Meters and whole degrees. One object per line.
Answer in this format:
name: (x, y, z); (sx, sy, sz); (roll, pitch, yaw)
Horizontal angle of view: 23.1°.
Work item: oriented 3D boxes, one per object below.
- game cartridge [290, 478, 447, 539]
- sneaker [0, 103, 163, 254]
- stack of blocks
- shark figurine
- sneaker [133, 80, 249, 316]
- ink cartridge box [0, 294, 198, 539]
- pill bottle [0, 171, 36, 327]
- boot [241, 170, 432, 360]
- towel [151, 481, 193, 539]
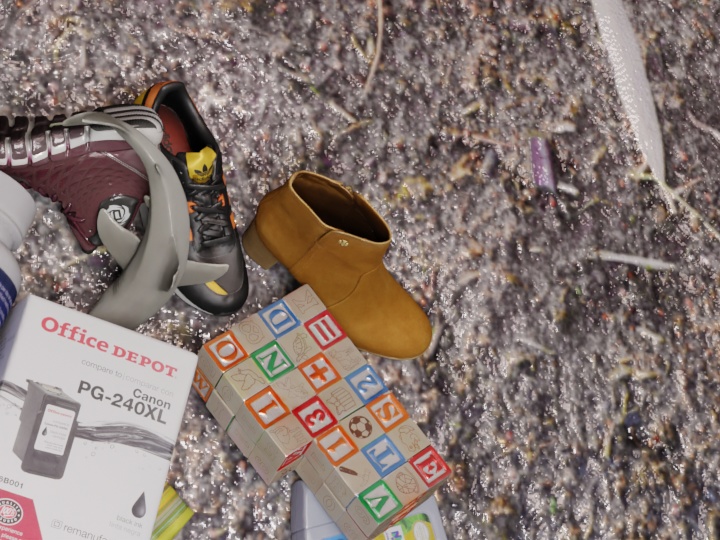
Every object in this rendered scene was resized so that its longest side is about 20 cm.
game cartridge: (0.016, 0.259, 1.451); (0.133, 0.040, 0.201); (-12, 79, -23)
sneaker: (-0.253, -0.063, 1.411); (0.199, 0.076, 0.116); (-5, 115, 0)
stack of blocks: (-0.034, 0.125, 1.431); (0.115, 0.059, 0.200); (-31, 76, -32)
shark figurine: (-0.161, -0.030, 1.366); (0.128, 0.090, 0.215); (-4, 119, -11)
sneaker: (-0.140, -0.061, 1.449); (0.070, 0.090, 0.201); (-18, 82, -28)
ink cartridge box: (-0.223, 0.137, 1.334); (0.145, 0.083, 0.201); (21, 64, -18)
pill bottle: (-0.325, 0.019, 1.323); (0.119, 0.120, 0.200); (29, 64, -14)
boot: (0.000, -0.001, 1.464); (0.201, 0.144, 0.071); (34, 64, -12)
towel: (-0.225, 0.148, 1.388); (0.200, 0.018, 0.086); (49, 58, -3)
